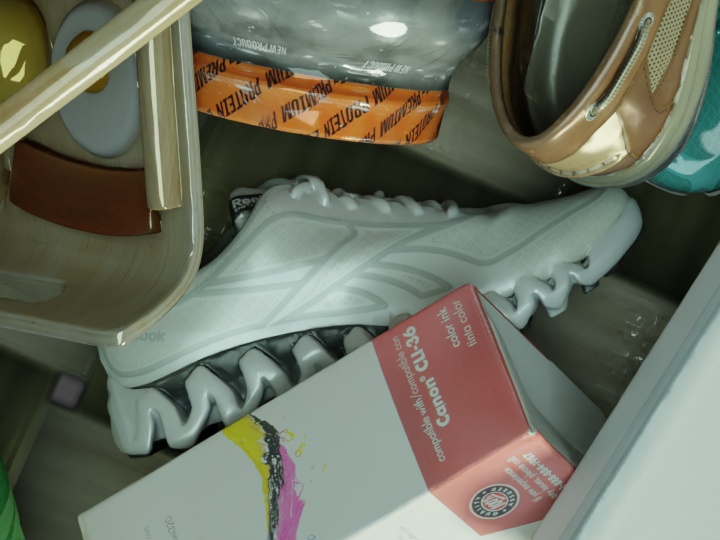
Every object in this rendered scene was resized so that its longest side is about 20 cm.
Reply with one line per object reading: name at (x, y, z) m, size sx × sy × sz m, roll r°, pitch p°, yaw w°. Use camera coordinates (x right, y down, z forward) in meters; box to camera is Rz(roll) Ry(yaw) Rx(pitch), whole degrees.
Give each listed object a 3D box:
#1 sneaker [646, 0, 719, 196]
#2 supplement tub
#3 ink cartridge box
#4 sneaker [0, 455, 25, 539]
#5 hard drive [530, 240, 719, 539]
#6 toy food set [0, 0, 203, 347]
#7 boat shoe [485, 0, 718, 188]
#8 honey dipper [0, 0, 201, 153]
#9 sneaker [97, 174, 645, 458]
sneaker at (0.120, -0.123, 0.947) m, size 0.077 × 0.080 × 0.201 m, roll 7°, pitch 101°, yaw -4°
supplement tub at (-0.004, -0.148, 0.917) m, size 0.122 × 0.123 × 0.201 m, roll 10°, pitch 101°, yaw -3°
ink cartridge box at (-0.013, 0.100, 0.954) m, size 0.199 × 0.068 × 0.116 m, roll -31°, pitch 143°, yaw 12°
sneaker at (-0.139, 0.137, 0.955) m, size 0.074 × 0.084 × 0.201 m, roll -6°, pitch 67°, yaw 15°
hard drive at (0.147, 0.053, 0.926) m, size 0.132 × 0.027 × 0.201 m, roll 38°, pitch 82°, yaw -31°
toy food set at (-0.123, -0.083, 0.915) m, size 0.060 × 0.143 × 0.201 m, roll -14°, pitch 105°, yaw -42°
boat shoe at (0.084, -0.126, 0.887) m, size 0.075 × 0.072 × 0.201 m, roll 9°, pitch 95°, yaw 33°
honey dipper at (-0.082, -0.063, 0.847) m, size 0.200 × 0.038 × 0.038 m, roll -37°, pitch 99°, yaw 4°
sneaker at (0.000, 0.000, 0.974) m, size 0.199 × 0.075 × 0.081 m, roll -18°, pitch 89°, yaw 0°
